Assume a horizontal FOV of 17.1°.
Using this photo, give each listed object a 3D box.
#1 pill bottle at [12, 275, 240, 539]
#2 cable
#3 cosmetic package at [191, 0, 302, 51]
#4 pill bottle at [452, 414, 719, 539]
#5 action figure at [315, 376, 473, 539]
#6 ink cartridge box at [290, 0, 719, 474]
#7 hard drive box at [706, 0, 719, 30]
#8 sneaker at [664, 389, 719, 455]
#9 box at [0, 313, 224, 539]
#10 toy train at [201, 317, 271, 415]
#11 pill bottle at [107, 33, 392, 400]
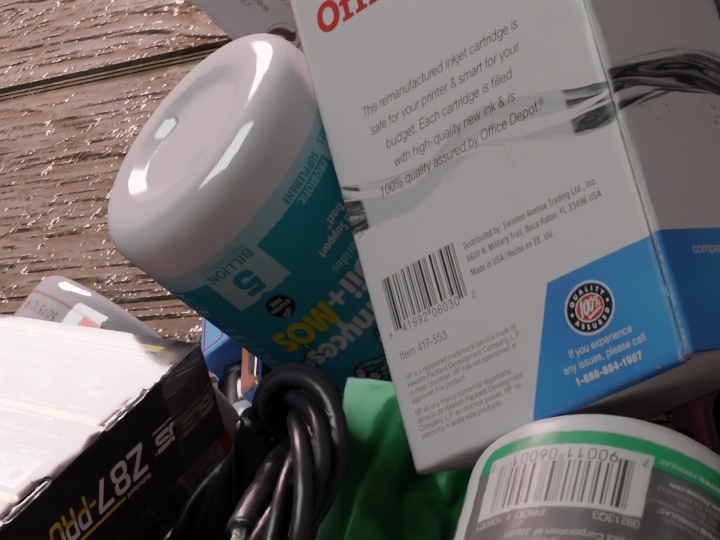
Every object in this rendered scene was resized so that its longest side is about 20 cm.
[{"bbox_3d":[-0.153,0.112,1.043,0.200,0.114,0.114,-53,31,-13],"label":"pill bottle"},{"bbox_3d":[-0.060,0.107,0.941,0.164,0.051,0.200,-63,7,-2],"label":"cable"},{"bbox_3d":[0.018,-0.203,1.267,0.166,0.167,0.201,-27,34,30],"label":"cosmetic package"},{"bbox_3d":[0.072,0.159,0.814,0.113,0.113,0.201,-19,39,38],"label":"pill bottle"},{"bbox_3d":[0.011,0.143,0.901,0.055,0.118,0.200,109,-174,-49],"label":"action figure"},{"bbox_3d":[0.068,-0.041,0.898,0.146,0.086,0.201,-27,71,45],"label":"ink cartridge box"},{"bbox_3d":[0.157,-0.093,0.984,0.155,0.077,0.199,-24,14,-40],"label":"hard drive box"},{"bbox_3d":[0.199,0.006,0.911,0.199,0.070,0.082,-29,62,18],"label":"sneaker"},{"bbox_3d":[-0.179,0.074,0.932,0.199,0.049,0.161,7,36,33],"label":"box"},{"bbox_3d":[-0.028,0.013,1.152,0.114,0.087,0.201,-39,31,28],"label":"toy train"},{"bbox_3d":[0.000,0.000,1.002,0.111,0.200,0.111,-39,28,26],"label":"pill bottle"}]
